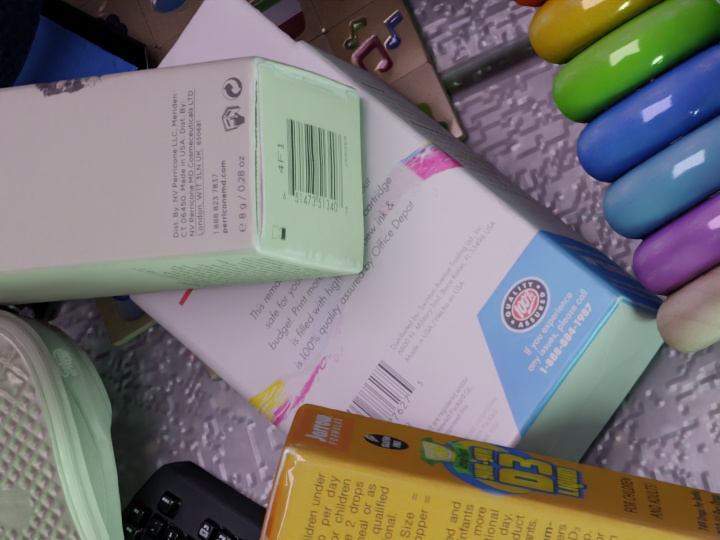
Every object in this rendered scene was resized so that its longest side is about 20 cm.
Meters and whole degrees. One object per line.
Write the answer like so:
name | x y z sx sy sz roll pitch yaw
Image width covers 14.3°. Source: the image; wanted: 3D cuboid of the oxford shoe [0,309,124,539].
oxford shoe | -0.115 0.106 1.070 0.075 0.058 0.201 -6 102 19

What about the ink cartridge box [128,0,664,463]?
ink cartridge box | 0.000 0.000 1.034 0.200 0.068 0.115 40 101 25

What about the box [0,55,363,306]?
box | -0.103 -0.027 1.006 0.200 0.082 0.069 -4 82 26

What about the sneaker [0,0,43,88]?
sneaker | -0.162 -0.134 1.048 0.078 0.200 0.070 29 49 17

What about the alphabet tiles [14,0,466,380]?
alphabet tiles | -0.053 -0.067 1.115 0.166 0.006 0.200 -31 68 19

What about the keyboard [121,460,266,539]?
keyboard | -0.016 0.131 1.040 0.200 0.040 0.104 29 94 27

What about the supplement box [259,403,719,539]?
supplement box | 0.066 0.100 0.938 0.199 0.067 0.069 10 101 0

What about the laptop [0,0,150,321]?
laptop | -0.209 -0.035 1.128 0.177 0.200 0.103 29 137 29

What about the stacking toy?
stacking toy | 0.091 -0.076 0.969 0.085 0.085 0.200 -33 86 17

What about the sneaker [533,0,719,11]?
sneaker | 0.060 -0.159 1.032 0.077 0.085 0.200 -34 68 17
